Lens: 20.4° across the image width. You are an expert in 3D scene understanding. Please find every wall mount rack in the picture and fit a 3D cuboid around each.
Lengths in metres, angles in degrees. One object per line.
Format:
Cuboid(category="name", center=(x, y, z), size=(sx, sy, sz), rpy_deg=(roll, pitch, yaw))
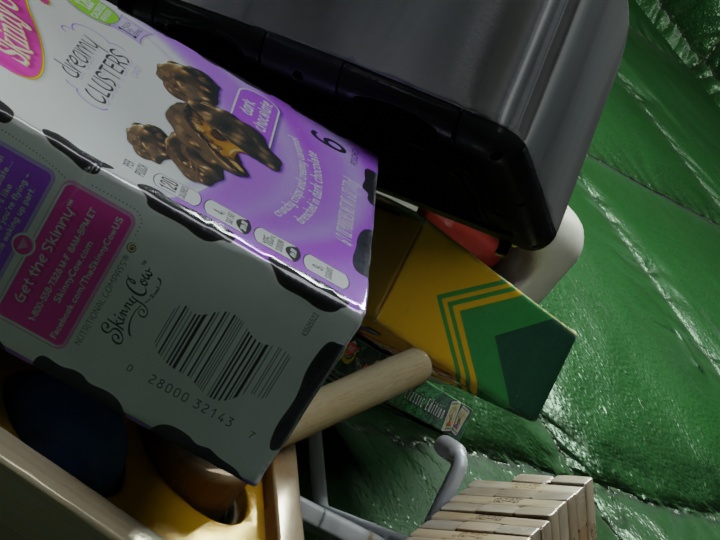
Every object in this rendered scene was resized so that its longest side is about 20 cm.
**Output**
Cuboid(category="wall mount rack", center=(-0.045, 0.068, 0.915), size=(0.199, 0.075, 0.173), rpy_deg=(30, -9, -27))

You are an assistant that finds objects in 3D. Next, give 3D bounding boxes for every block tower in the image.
Cuboid(category="block tower", center=(0.036, 0.139, 0.797), size=(0.200, 0.054, 0.058), rpy_deg=(-25, 112, -60))

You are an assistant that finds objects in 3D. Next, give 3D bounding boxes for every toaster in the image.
Cuboid(category="toaster", center=(0.006, -0.103, 0.827), size=(0.180, 0.119, 0.200), rpy_deg=(21, -7, 14))

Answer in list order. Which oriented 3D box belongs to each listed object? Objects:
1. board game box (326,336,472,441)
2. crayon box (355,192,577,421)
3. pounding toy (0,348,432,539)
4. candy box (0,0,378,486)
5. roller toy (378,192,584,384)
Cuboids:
Cuboid(category="board game box", center=(-0.022, 0.038, 0.986), size=(0.104, 0.024, 0.200), rpy_deg=(26, -4, 25))
Cuboid(category="crayon box", center=(0.000, 0.000, 0.899), size=(0.127, 0.051, 0.200), rpy_deg=(24, -6, 35))
Cuboid(category="pounding toy", center=(-0.081, 0.072, 0.722), size=(0.200, 0.142, 0.184), rpy_deg=(38, 21, -24))
Cuboid(category="candy box", center=(-0.097, -0.035, 0.675), size=(0.199, 0.072, 0.168), rpy_deg=(29, 18, -9))
Cuboid(category="roller toy", center=(0.025, -0.030, 1.174), size=(0.182, 0.140, 0.200), rpy_deg=(45, 9, 19))
